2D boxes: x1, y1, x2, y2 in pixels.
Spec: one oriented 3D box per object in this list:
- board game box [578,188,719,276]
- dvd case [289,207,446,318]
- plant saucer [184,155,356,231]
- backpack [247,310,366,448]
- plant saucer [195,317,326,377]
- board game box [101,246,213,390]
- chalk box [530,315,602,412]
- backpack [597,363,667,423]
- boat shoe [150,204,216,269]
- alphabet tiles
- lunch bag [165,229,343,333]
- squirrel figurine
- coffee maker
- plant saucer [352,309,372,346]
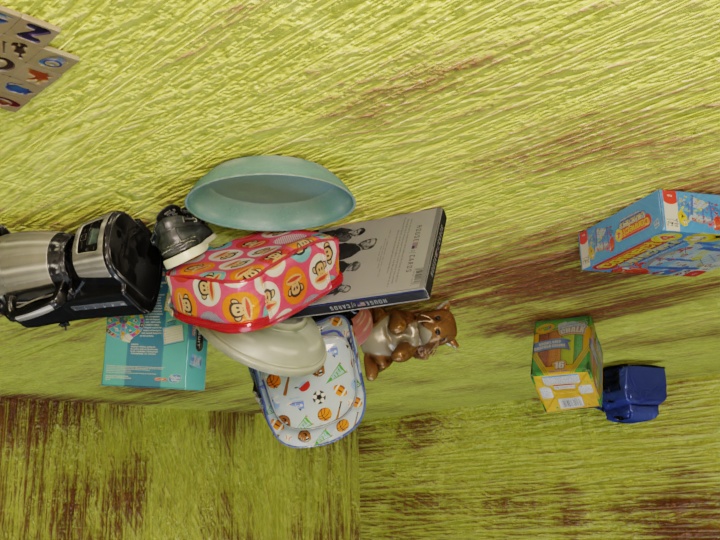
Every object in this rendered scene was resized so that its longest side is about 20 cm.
[{"bbox_3d":[0.437,-0.046,1.211,0.195,0.056,0.200,3,164,-16],"label":"board game box"},{"bbox_3d":[0.008,-0.010,1.147,0.199,0.151,0.025,-8,132,25],"label":"dvd case"},{"bbox_3d":[-0.105,-0.092,1.028,0.199,0.036,0.200,-2,165,-1],"label":"plant saucer"},{"bbox_3d":[-0.075,0.170,1.340,0.199,0.192,0.154,-15,-166,-2],"label":"backpack"},{"bbox_3d":[-0.128,0.061,1.174,0.199,0.200,0.050,10,117,-37],"label":"plant saucer"},{"bbox_3d":[-0.285,0.065,1.238,0.150,0.201,0.047,-1,171,27],"label":"board game box"},{"bbox_3d":[0.439,0.179,1.858,0.124,0.201,0.124,-10,130,23],"label":"chalk box"},{"bbox_3d":[0.749,0.352,2.517,0.162,0.169,0.200,11,165,-20],"label":"backpack"},{"bbox_3d":[-0.230,-0.050,1.105,0.074,0.066,0.199,-25,-169,1],"label":"boat shoe"},{"bbox_3d":[-0.342,-0.180,0.736,0.166,0.006,0.199,12,160,-42],"label":"alphabet tiles"},{"bbox_3d":[-0.138,0.004,1.088,0.175,0.082,0.200,8,-156,38],"label":"lunch bag"},{"bbox_3d":[0.097,0.117,1.700,0.186,0.142,0.200,-16,176,12],"label":"squirrel figurine"},{"bbox_3d":[-0.371,0.003,1.185,0.199,0.136,0.192,-6,170,14],"label":"coffee maker"},{"bbox_3d":[-0.080,0.084,1.492,0.199,0.051,0.201,-7,-154,3],"label":"plant saucer"}]
